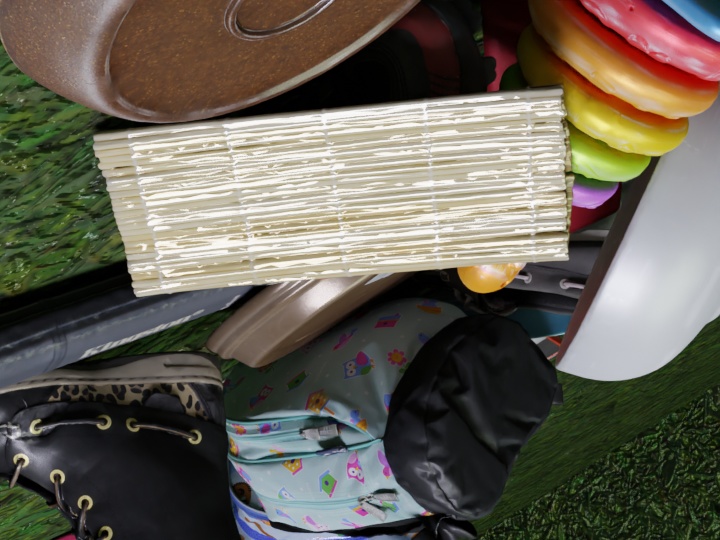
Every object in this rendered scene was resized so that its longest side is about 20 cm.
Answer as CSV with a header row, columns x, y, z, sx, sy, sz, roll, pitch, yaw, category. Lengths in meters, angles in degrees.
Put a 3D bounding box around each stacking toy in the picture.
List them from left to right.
x,y,z,sx,sy,sz,roll,pitch,yaw,category
0.098,-0.069,0.700,0.116,0.110,0.200,-17,145,-54,stacking toy

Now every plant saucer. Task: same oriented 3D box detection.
x,y,z,sx,sy,sz,roll,pitch,yaw,category
-0.032,-0.111,0.566,0.200,0.035,0.200,-27,165,-8,plant saucer
0.000,0.000,0.914,0.200,0.030,0.200,-33,174,-4,plant saucer

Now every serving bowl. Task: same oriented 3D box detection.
x,y,z,sx,sy,sz,roll,pitch,yaw,category
0.171,-0.027,0.811,0.200,0.066,0.200,24,90,-85,serving bowl

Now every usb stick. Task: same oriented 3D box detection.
x,y,z,sx,sy,sz,roll,pitch,yaw,category
-0.127,0.022,0.814,0.200,0.033,0.055,-20,161,-32,usb stick

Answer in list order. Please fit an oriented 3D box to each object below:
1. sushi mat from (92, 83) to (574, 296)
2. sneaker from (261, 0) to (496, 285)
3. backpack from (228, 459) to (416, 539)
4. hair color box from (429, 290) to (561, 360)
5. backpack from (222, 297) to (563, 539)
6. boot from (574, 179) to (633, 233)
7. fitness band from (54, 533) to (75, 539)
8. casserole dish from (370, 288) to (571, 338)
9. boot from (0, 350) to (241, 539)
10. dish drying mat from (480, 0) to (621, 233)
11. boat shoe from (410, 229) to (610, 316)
x,y,z,sx,sy,sz,roll,pitch,yaw,category
-0.009,-0.031,0.670,0.199,0.012,0.096,-5,131,7,sushi mat
-0.015,-0.050,0.714,0.098,0.071,0.200,-19,162,-38,sneaker
-0.020,0.178,1.149,0.200,0.191,0.154,-11,139,9,backpack
0.096,0.055,1.263,0.101,0.061,0.200,-32,164,10,hair color box
0.007,0.095,1.000,0.200,0.127,0.167,-12,-159,40,backpack
0.139,-0.061,0.960,0.182,0.073,0.200,-52,162,25,boot
-0.244,0.260,1.354,0.143,0.037,0.200,-32,164,19,fitness band
0.081,0.032,1.092,0.200,0.039,0.121,-10,180,24,casserole dish
-0.155,0.130,0.855,0.200,0.151,0.073,-8,159,-27,boot
0.100,-0.082,0.801,0.077,0.018,0.200,-25,145,-10,dish drying mat
0.105,0.008,0.982,0.200,0.057,0.067,-2,163,37,boat shoe
